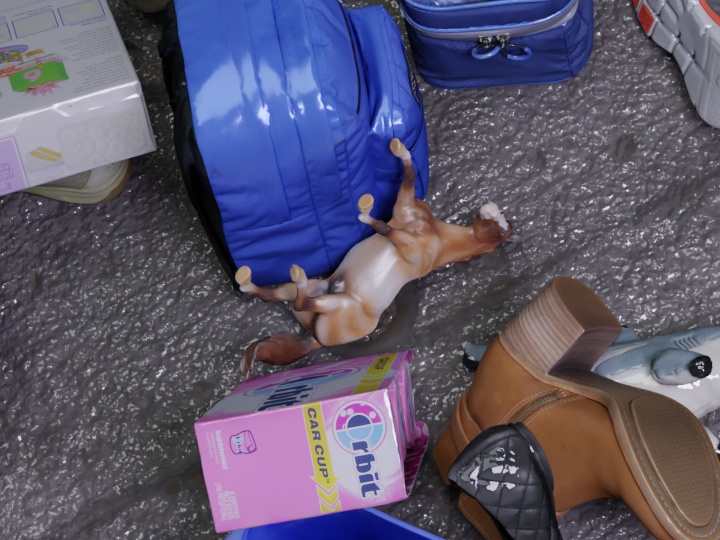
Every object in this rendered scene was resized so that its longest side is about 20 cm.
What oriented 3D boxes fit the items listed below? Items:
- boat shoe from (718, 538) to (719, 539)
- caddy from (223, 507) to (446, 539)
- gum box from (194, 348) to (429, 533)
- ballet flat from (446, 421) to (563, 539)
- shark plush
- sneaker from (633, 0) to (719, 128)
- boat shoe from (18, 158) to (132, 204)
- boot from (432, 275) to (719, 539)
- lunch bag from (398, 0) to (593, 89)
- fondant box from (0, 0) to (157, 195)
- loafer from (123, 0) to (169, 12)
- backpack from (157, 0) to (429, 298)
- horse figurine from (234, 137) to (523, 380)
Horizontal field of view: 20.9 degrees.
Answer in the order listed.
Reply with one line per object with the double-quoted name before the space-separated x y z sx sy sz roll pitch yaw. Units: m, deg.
"boat shoe" 0.270 0.195 1.127 0.199 0.093 0.075 33 75 24
"caddy" -0.001 0.219 1.166 0.198 0.105 0.142 21 71 20
"gum box" -0.024 0.099 1.187 0.112 0.200 0.067 -11 94 7
"ballet flat" 0.095 0.175 1.132 0.056 0.201 0.066 -26 27 -13
"shark plush" 0.166 0.069 1.251 0.198 0.091 0.084 -8 40 31
"sneaker" 0.248 -0.180 1.343 0.081 0.077 0.202 -6 60 -21
"boat shoe" -0.265 -0.088 1.399 0.199 0.063 0.074 6 65 15
"boot" 0.122 0.123 1.166 0.156 0.076 0.201 -55 53 30
"lunch bag" 0.091 -0.227 1.352 0.134 0.133 0.202 -4 63 10
"fondant box" -0.233 -0.131 1.358 0.143 0.059 0.200 -17 33 -8
"loafer" -0.098 -0.239 1.438 0.198 0.068 0.076 -10 63 -11
"backpack" -0.045 -0.111 1.286 0.166 0.200 0.164 -18 61 3
"horse figurine" 0.000 0.000 1.278 0.200 0.133 0.050 -42 55 3
